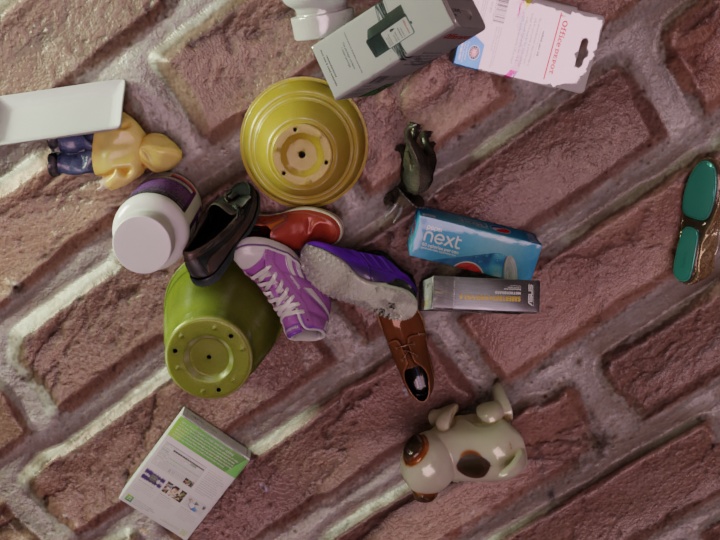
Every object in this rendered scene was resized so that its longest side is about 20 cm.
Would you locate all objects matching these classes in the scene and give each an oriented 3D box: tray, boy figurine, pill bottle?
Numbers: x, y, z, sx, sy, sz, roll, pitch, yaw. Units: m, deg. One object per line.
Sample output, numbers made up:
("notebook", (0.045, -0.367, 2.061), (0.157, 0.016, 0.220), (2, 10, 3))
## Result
("tray", (-0.440, -0.225, 1.353), (0.196, 0.109, 0.022), (-8, 141, 1))
("boy figurine", (-0.364, -0.182, 1.379), (0.196, 0.064, 0.127), (-3, 87, -3))
("pill bottle", (-0.298, -0.067, 1.348), (0.109, 0.200, 0.114), (0, 109, -1))
("pill bottle", (-0.065, -0.428, 1.276), (0.107, 0.110, 0.204), (-9, 109, 2))

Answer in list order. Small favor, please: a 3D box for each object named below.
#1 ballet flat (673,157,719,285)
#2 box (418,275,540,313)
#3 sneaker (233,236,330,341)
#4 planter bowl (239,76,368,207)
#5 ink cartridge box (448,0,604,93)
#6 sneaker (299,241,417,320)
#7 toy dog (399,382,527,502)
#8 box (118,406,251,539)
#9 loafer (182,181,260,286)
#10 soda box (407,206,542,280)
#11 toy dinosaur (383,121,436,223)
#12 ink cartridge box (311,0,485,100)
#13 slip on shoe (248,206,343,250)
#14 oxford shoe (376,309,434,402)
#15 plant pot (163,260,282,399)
("ballet flat", (0.536, -0.077, 1.441), (0.064, 0.070, 0.204), (-5, 114, -28))
("box", (0.173, 0.039, 1.393), (0.155, 0.200, 0.049), (2, 87, -2))
("sneaker", (-0.116, 0.036, 1.397), (0.072, 0.116, 0.199), (-30, 131, 32))
("planter bowl", (-0.085, -0.180, 1.375), (0.196, 0.084, 0.204), (0, 110, -1))
("ink cartridge box", (0.237, -0.336, 1.335), (0.196, 0.068, 0.117), (13, 108, -4))
("sneaker", (0.000, 0.001, 1.432), (0.198, 0.100, 0.070), (27, 127, -9))
("toy dog", (0.160, 0.301, 1.493), (0.196, 0.195, 0.142), (-15, 121, -3))
("box", (-0.299, 0.349, 1.578), (0.143, 0.036, 0.201), (36, 106, -12))
("loafer", (-0.202, -0.068, 1.352), (0.071, 0.202, 0.063), (-4, 135, 25))
("soda box", (0.176, -0.040, 1.438), (0.196, 0.064, 0.069), (14, 108, -5))
("toy dinosaur", (0.085, -0.153, 1.363), (0.075, 0.200, 0.104), (0, 71, -12))
("ink cartridge box", (0.054, -0.318, 1.264), (0.198, 0.146, 0.084), (-26, 91, 26))
("slip on shoe", (-0.123, -0.055, 1.422), (0.196, 0.062, 0.075), (-1, 122, 1))
("oxford shoe", (0.077, 0.119, 1.488), (0.070, 0.071, 0.203), (-20, 106, 8))
("plant pot", (-0.217, 0.095, 1.409), (0.196, 0.193, 0.204), (0, 109, -1))
